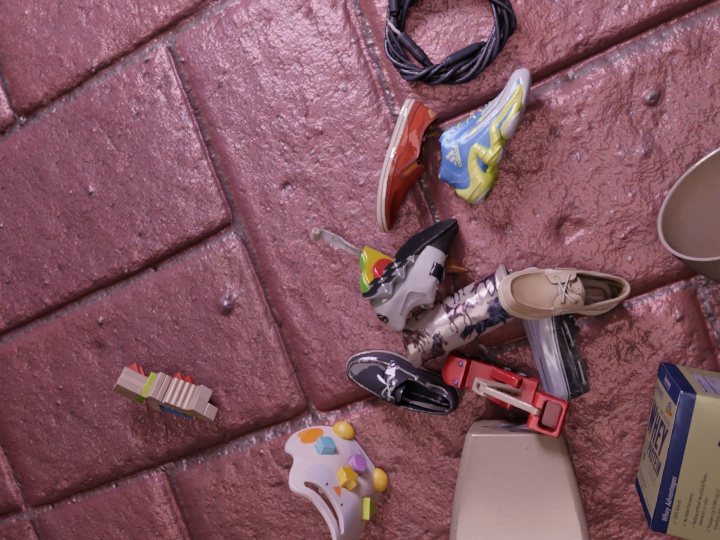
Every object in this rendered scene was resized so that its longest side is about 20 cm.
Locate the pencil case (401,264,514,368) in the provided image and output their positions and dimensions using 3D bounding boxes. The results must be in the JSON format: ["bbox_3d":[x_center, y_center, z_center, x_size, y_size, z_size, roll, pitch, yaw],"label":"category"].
[{"bbox_3d":[0.152,0.067,0.993,0.197,0.090,0.078,-30,117,14],"label":"pencil case"}]

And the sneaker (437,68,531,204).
[{"bbox_3d":[0.172,-0.205,0.956,0.103,0.076,0.204,24,104,11],"label":"sneaker"}]

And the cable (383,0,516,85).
[{"bbox_3d":[0.128,-0.356,0.959,0.195,0.051,0.168,10,100,13],"label":"cable"}]

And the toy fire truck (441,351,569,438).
[{"bbox_3d":[0.202,0.173,0.951,0.196,0.140,0.050,18,94,22],"label":"toy fire truck"}]

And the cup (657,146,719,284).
[{"bbox_3d":[0.510,-0.051,0.839,0.143,0.202,0.200,40,108,-21],"label":"cup"}]

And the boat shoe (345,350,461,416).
[{"bbox_3d":[0.064,0.181,1.045,0.195,0.063,0.075,16,102,13],"label":"boat shoe"}]

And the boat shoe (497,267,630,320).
[{"bbox_3d":[0.284,0.028,0.911,0.195,0.065,0.074,3,71,-20],"label":"boat shoe"}]

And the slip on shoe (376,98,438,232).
[{"bbox_3d":[0.068,-0.154,0.996,0.060,0.074,0.205,18,97,9],"label":"slip on shoe"}]

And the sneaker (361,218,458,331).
[{"bbox_3d":[0.090,0.007,0.982,0.200,0.074,0.089,-46,109,-23],"label":"sneaker"}]

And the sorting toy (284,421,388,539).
[{"bbox_3d":[-0.044,0.348,1.037,0.106,0.180,0.202,-38,87,17],"label":"sorting toy"}]

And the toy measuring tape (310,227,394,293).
[{"bbox_3d":[0.000,0.000,1.029,0.196,0.074,0.075,25,104,5],"label":"toy measuring tape"}]

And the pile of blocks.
[{"bbox_3d":[-0.342,0.214,1.173,0.195,0.083,0.063,18,59,3],"label":"pile of blocks"}]

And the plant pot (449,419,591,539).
[{"bbox_3d":[0.232,0.318,0.962,0.194,0.200,0.182,-4,85,16],"label":"plant pot"}]

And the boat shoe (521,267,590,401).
[{"bbox_3d":[0.289,0.092,0.975,0.069,0.072,0.205,-13,90,-8],"label":"boat shoe"}]

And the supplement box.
[{"bbox_3d":[0.505,0.257,0.897,0.195,0.134,0.206,10,100,14],"label":"supplement box"}]
